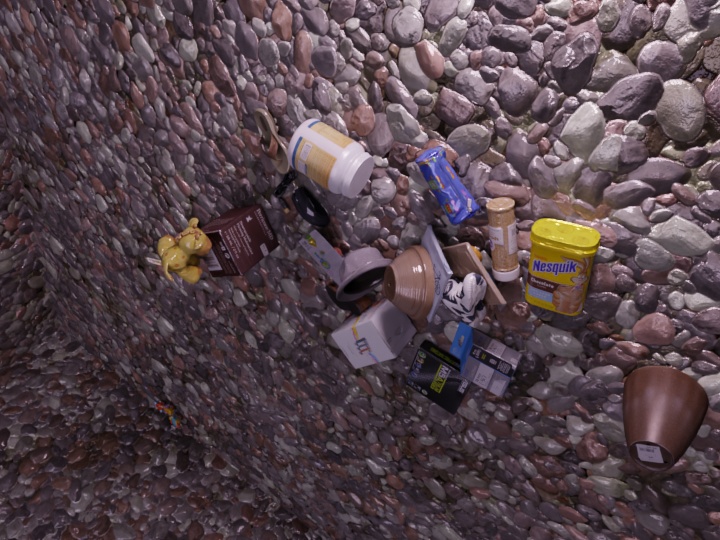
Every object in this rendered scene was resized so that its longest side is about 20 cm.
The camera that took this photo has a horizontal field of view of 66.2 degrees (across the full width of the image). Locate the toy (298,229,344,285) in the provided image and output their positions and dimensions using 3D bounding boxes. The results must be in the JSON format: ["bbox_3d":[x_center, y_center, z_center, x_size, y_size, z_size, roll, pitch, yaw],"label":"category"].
[{"bbox_3d":[-0.092,-0.047,1.724,0.200,0.047,0.115,44,145,-14],"label":"toy"}]

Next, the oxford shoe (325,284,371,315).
[{"bbox_3d":[-0.039,0.085,1.779,0.199,0.071,0.072,24,142,45],"label":"oxford shoe"}]

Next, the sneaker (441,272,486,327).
[{"bbox_3d":[0.250,0.055,1.410,0.129,0.080,0.200,31,164,31],"label":"sneaker"}]

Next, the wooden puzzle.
[{"bbox_3d":[0.286,0.007,1.440,0.186,0.046,0.200,56,163,-10],"label":"wooden puzzle"}]

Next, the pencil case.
[{"bbox_3d":[0.213,-0.205,1.342,0.201,0.078,0.087,56,166,-11],"label":"pencil case"}]

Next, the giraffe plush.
[{"bbox_3d":[-0.536,-0.072,1.711,0.162,0.200,0.173,-39,80,15],"label":"giraffe plush"}]

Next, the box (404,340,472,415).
[{"bbox_3d":[0.250,0.341,1.750,0.192,0.047,0.201,33,137,18],"label":"box"}]

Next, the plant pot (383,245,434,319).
[{"bbox_3d":[0.121,0.033,1.505,0.201,0.092,0.203,178,90,-74],"label":"plant pot"}]

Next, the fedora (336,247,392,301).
[{"bbox_3d":[0.000,0.000,1.625,0.200,0.176,0.091,-41,64,32],"label":"fedora"}]

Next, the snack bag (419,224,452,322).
[{"bbox_3d":[0.187,0.004,1.475,0.201,0.021,0.190,105,157,-44],"label":"snack bag"}]

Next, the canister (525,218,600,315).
[{"bbox_3d":[0.465,-0.005,1.289,0.147,0.087,0.202,17,132,28],"label":"canister"}]

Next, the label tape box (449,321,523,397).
[{"bbox_3d":[0.347,0.258,1.596,0.199,0.063,0.145,27,134,19],"label":"label tape box"}]

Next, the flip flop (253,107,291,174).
[{"bbox_3d":[-0.265,-0.373,1.613,0.080,0.058,0.202,-2,119,39],"label":"flip flop"}]

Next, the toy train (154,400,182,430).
[{"bbox_3d":[-1.100,0.822,3.188,0.150,0.056,0.201,-29,98,48],"label":"toy train"}]

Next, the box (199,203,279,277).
[{"bbox_3d":[-0.414,-0.099,1.833,0.163,0.200,0.167,-4,119,40],"label":"box"}]

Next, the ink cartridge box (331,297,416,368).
[{"bbox_3d":[0.043,0.194,1.731,0.199,0.145,0.145,-24,104,45],"label":"ink cartridge box"}]

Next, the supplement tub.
[{"bbox_3d":[-0.078,-0.293,1.459,0.199,0.145,0.145,33,136,14],"label":"supplement tub"}]

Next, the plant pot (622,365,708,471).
[{"bbox_3d":[0.696,0.360,1.294,0.186,0.200,0.188,21,132,25],"label":"plant pot"}]

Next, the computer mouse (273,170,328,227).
[{"bbox_3d":[-0.194,-0.195,1.699,0.201,0.046,0.140,51,136,-5],"label":"computer mouse"}]

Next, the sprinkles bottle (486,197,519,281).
[{"bbox_3d":[0.347,-0.074,1.343,0.068,0.068,0.202,8,125,34],"label":"sprinkles bottle"}]
